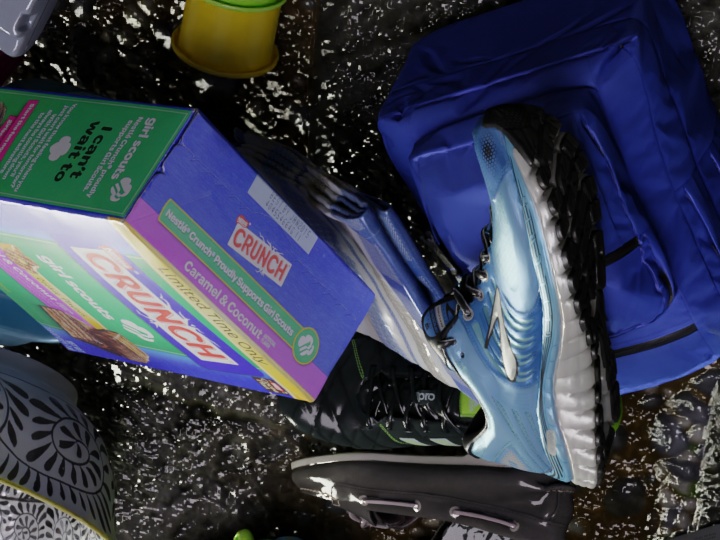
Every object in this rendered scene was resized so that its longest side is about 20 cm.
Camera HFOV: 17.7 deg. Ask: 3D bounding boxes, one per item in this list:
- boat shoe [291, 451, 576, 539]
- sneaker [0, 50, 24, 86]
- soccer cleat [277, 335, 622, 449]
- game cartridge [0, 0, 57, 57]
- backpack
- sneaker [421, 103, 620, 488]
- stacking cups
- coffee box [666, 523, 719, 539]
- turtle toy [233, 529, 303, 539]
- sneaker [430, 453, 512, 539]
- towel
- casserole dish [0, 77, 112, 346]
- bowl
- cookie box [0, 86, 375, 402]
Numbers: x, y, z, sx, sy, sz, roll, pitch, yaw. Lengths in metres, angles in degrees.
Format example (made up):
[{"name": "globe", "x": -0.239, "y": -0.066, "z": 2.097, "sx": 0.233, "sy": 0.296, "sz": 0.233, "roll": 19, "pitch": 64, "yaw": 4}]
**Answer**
[{"name": "boat shoe", "x": 0.037, "y": 0.135, "z": 1.356, "sx": 0.200, "sy": 0.067, "sz": 0.057, "roll": -5, "pitch": 81, "yaw": 39}, {"name": "sneaker", "x": -0.224, "y": -0.155, "z": 1.258, "sx": 0.088, "sy": 0.081, "sz": 0.200, "roll": 25, "pitch": 119, "yaw": 2}, {"name": "soccer cleat", "x": 0.051, "y": 0.071, "z": 1.321, "sx": 0.200, "sy": 0.081, "sz": 0.068, "roll": 2, "pitch": 86, "yaw": 3}, {"name": "game cartridge", "x": -0.183, "y": -0.223, "z": 1.151, "sx": 0.133, "sy": 0.040, "sz": 0.200, "roll": 33, "pitch": 115, "yaw": 5}, {"name": "backpack", "x": 0.110, "y": -0.025, "z": 1.204, "sx": 0.162, "sy": 0.168, "sz": 0.200, "roll": -12, "pitch": 120, "yaw": 28}, {"name": "sneaker", "x": 0.068, "y": 0.017, "z": 1.092, "sx": 0.090, "sy": 0.078, "sz": 0.200, "roll": 0, "pitch": 118, "yaw": 16}, {"name": "stacking cups", "x": -0.053, "y": -0.197, "z": 1.192, "sx": 0.060, "sy": 0.061, "sz": 0.200, "roll": 17, "pitch": 126, "yaw": 3}, {"name": "coffee box", "x": 0.195, "y": 0.262, "z": 1.352, "sx": 0.080, "sy": 0.200, "sz": 0.114, "roll": -21, "pitch": 116, "yaw": 25}, {"name": "turtle toy", "x": -0.031, "y": 0.246, "z": 1.438, "sx": 0.101, "sy": 0.146, "sz": 0.200, "roll": -26, "pitch": 104, "yaw": -16}, {"name": "sneaker", "x": 0.061, "y": 0.209, "z": 1.440, "sx": 0.104, "sy": 0.060, "sz": 0.200, "roll": 30, "pitch": 120, "yaw": -8}, {"name": "towel", "x": 0.000, "y": 0.000, "z": 1.249, "sx": 0.024, "sy": 0.200, "sz": 0.147, "roll": -38, "pitch": 116, "yaw": -11}, {"name": "casserole dish", "x": -0.184, "y": -0.037, "z": 1.330, "sx": 0.121, "sy": 0.039, "sz": 0.200, "roll": 17, "pitch": 128, "yaw": -19}, {"name": "bowl", "x": -0.228, "y": 0.103, "z": 1.398, "sx": 0.201, "sy": 0.094, "sz": 0.201, "roll": 14, "pitch": 158, "yaw": 6}, {"name": "cookie box", "x": -0.121, "y": -0.017, "z": 1.202, "sx": 0.200, "sy": 0.075, "sz": 0.171, "roll": 9, "pitch": 152, "yaw": 43}]
